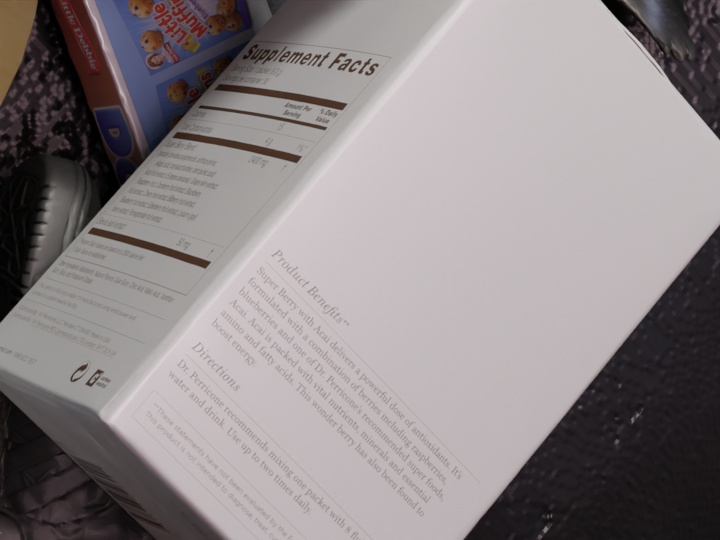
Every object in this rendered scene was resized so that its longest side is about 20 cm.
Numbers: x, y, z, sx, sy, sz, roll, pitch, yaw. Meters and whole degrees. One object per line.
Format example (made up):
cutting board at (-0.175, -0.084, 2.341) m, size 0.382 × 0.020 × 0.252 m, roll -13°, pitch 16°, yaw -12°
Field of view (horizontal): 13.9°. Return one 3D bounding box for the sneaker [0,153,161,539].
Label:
sneaker at (-0.088, 0.068, 0.993) m, size 0.104 × 0.060 × 0.201 m, roll 12°, pitch 91°, yaw -28°

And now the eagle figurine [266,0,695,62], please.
eagle figurine at (0.036, -0.146, 1.034) m, size 0.151 × 0.151 × 0.201 m, roll -1°, pitch 130°, yaw 9°

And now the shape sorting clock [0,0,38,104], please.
shape sorting clock at (-0.189, -0.109, 0.939) m, size 0.199 × 0.039 × 0.201 m, roll 1°, pitch 89°, yaw -39°

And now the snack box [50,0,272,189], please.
snack box at (-0.044, -0.025, 1.025) m, size 0.072 × 0.024 × 0.201 m, roll -29°, pitch 106°, yaw -34°

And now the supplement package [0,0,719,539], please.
supplement package at (0.000, 0.000, 0.927) m, size 0.200 × 0.120 × 0.121 m, roll -49°, pitch 114°, yaw -13°
